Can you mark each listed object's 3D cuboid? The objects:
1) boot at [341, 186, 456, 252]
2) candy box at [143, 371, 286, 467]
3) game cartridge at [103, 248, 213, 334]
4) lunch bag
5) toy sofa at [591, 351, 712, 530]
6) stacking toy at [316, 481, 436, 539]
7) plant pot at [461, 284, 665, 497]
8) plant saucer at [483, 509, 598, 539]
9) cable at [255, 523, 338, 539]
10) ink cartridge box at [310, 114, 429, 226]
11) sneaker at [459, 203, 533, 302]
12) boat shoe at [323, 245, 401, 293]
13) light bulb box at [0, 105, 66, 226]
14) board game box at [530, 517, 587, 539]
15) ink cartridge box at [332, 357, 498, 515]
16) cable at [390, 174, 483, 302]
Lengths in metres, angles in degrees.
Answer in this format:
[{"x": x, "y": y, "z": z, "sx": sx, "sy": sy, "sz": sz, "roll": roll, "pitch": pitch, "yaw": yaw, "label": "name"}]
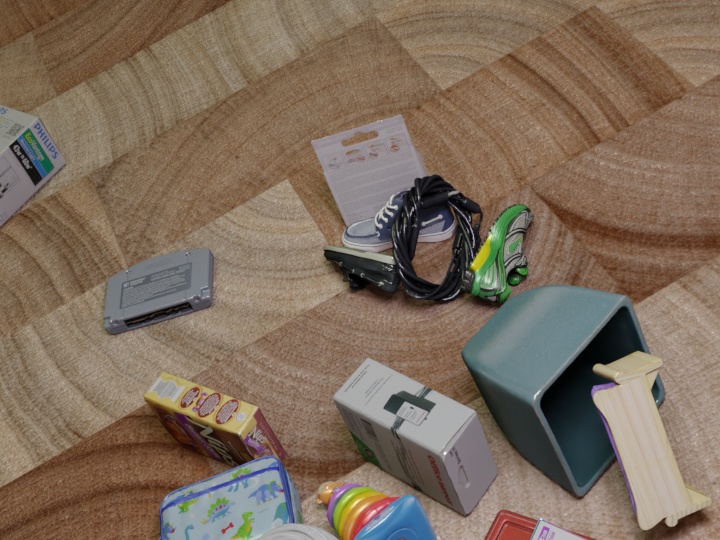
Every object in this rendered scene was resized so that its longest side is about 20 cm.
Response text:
[{"x": 0.054, "y": -0.090, "z": 2.005, "sx": 0.197, "sy": 0.091, "sz": 0.073, "roll": -10, "pitch": 43, "yaw": 16, "label": "boot"}, {"x": -0.216, "y": 0.228, "z": 1.804, "sx": 0.198, "sy": 0.117, "sz": 0.057, "roll": 13, "pitch": 54, "yaw": 35, "label": "candy box"}, {"x": -0.347, "y": 0.030, "z": 2.119, "sx": 0.198, "sy": 0.041, "sz": 0.134, "roll": -16, "pitch": 47, "yaw": 11, "label": "game cartridge"}, {"x": -0.180, "y": 0.353, "z": 1.695, "sx": 0.198, "sy": 0.083, "sz": 0.162, "roll": -19, "pitch": 40, "yaw": 5, "label": "lunch bag"}, {"x": 0.343, "y": 0.208, "z": 1.495, "sx": 0.097, "sy": 0.202, "sz": 0.083, "roll": -22, "pitch": 6, "yaw": -5, "label": "toy sofa"}, {"x": -0.001, "y": 0.327, "z": 1.634, "sx": 0.116, "sy": 0.111, "sz": 0.199, "roll": -37, "pitch": 32, "yaw": -17, "label": "stacking toy"}, {"x": 0.250, "y": 0.138, "z": 1.628, "sx": 0.196, "sy": 0.197, "sz": 0.199, "roll": -44, "pitch": 37, "yaw": -20, "label": "plant pot"}, {"x": 0.212, "y": 0.393, "z": 1.502, "sx": 0.198, "sy": 0.037, "sz": 0.201, "roll": 12, "pitch": 54, "yaw": 33, "label": "plant saucer"}, {"x": -0.085, "y": 0.422, "z": 1.536, "sx": 0.200, "sy": 0.069, "sz": 0.201, "roll": -44, "pitch": 52, "yaw": 22, "label": "cable"}, {"x": 0.021, "y": -0.174, "z": 2.023, "sx": 0.159, "sy": 0.201, "sz": 0.050, "roll": -16, "pitch": 43, "yaw": 10, "label": "ink cartridge box"}, {"x": 0.225, "y": -0.022, "z": 1.887, "sx": 0.085, "sy": 0.078, "sz": 0.201, "roll": 28, "pitch": 53, "yaw": 6, "label": "sneaker"}, {"x": 0.002, "y": 0.000, "z": 1.959, "sx": 0.198, "sy": 0.074, "sz": 0.067, "roll": 11, "pitch": 93, "yaw": 48, "label": "boat shoe"}, {"x": -0.745, "y": -0.220, "z": 2.484, "sx": 0.197, "sy": 0.125, "sz": 0.200, "roll": 19, "pitch": 58, "yaw": 38, "label": "light bulb box"}, {"x": 0.269, "y": 0.399, "z": 1.420, "sx": 0.198, "sy": 0.041, "sz": 0.154, "roll": 22, "pitch": 59, "yaw": 17, "label": "board game box"}, {"x": 0.076, "y": 0.223, "z": 1.651, "sx": 0.199, "sy": 0.147, "sz": 0.083, "roll": 24, "pitch": 60, "yaw": 39, "label": "ink cartridge box"}, {"x": 0.116, "y": -0.048, "z": 1.891, "sx": 0.050, "sy": 0.163, "sz": 0.201, "roll": -6, "pitch": 50, "yaw": 50, "label": "cable"}]
